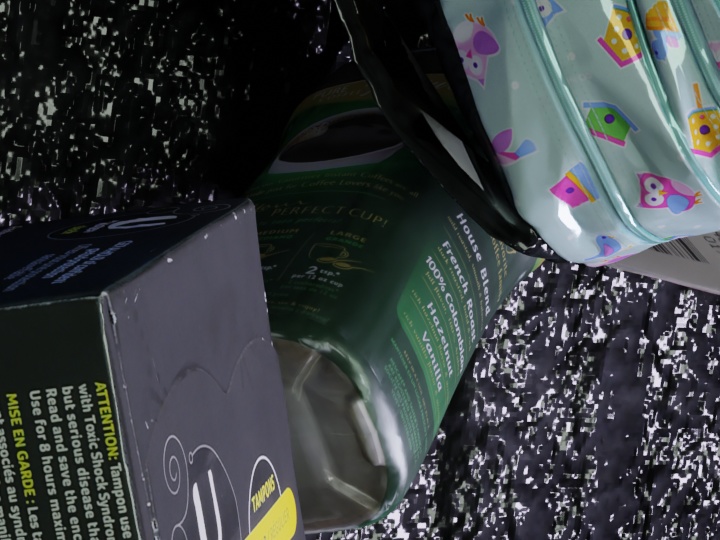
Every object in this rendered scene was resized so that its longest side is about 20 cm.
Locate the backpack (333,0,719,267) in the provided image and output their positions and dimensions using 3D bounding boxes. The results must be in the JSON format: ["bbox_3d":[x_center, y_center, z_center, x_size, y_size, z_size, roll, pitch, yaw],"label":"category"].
[{"bbox_3d":[0.071,-0.103,0.830,0.167,0.126,0.201,-19,88,-60],"label":"backpack"}]

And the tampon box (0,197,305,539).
[{"bbox_3d":[-0.131,0.063,0.733,0.150,0.199,0.127,-42,124,-73],"label":"tampon box"}]

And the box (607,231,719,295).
[{"bbox_3d":[0.152,-0.101,0.995,0.109,0.128,0.200,43,74,-35],"label":"box"}]

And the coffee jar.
[{"bbox_3d":[0.000,0.000,0.880,0.200,0.104,0.086,-55,133,-48],"label":"coffee jar"}]
